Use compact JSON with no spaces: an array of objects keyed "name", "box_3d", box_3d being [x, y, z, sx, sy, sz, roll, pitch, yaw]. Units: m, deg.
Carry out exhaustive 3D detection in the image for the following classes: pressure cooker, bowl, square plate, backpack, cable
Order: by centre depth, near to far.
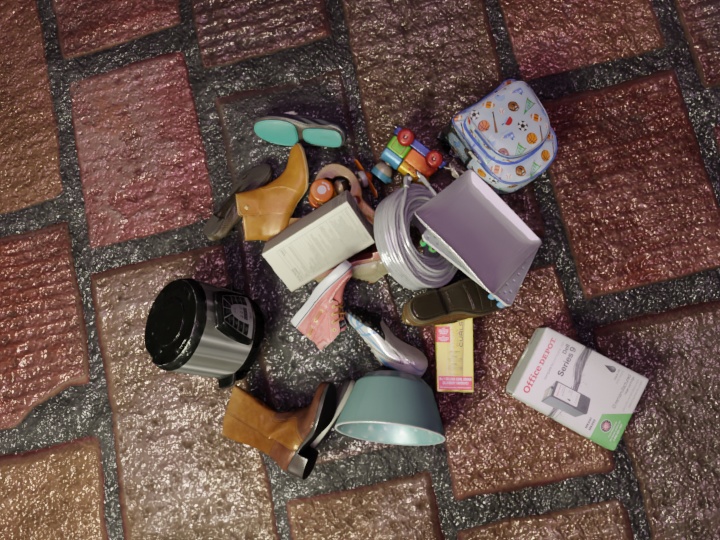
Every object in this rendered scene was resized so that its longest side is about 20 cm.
[{"name":"square plate","box_3d":[0.215,-0.073,0.987,0.200,0.028,0.198,47,53,6]},{"name":"bowl","box_3d":[0.058,0.250,0.995,0.200,0.201,0.105,3,64,6]},{"name":"cable","box_3d":[0.108,-0.062,1.023,0.200,0.069,0.200,45,53,-24]},{"name":"pressure cooker","box_3d":[-0.283,0.115,1.036,0.178,0.200,0.176,29,93,42]},{"name":"backpack","box_3d":[0.283,-0.253,1.049,0.200,0.154,0.191,-34,91,-2]}]

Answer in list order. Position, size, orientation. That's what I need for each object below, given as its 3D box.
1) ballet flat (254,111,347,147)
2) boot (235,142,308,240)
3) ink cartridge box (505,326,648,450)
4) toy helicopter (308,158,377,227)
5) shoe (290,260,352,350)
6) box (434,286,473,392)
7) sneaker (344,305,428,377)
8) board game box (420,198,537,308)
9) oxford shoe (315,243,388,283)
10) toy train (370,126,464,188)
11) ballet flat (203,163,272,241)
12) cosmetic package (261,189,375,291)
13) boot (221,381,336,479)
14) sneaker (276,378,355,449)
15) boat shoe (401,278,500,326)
[{"name":"ballet flat","box_3d":[-0.121,-0.298,1.137,0.199,0.073,0.073,9,84,10]},{"name":"boot","box_3d":[-0.180,-0.161,1.100,0.143,0.071,0.202,-2,89,-18]},{"name":"ink cartridge box","box_3d":[0.394,0.214,1.003,0.200,0.084,0.146,27,86,9]},{"name":"toy helicopter","box_3d":[-0.003,-0.143,1.109,0.200,0.079,0.132,41,79,-1]},{"name":"shoe","box_3d":[-0.052,0.071,1.043,0.091,0.071,0.200,44,126,5]},{"name":"box","box_3d":[0.181,0.133,1.053,0.075,0.050,0.201,1,83,5]},{"name":"sneaker","box_3d":[0.041,0.144,1.061,0.200,0.072,0.073,40,115,16]},{"name":"board game box","box_3d":[0.229,-0.054,1.016,0.200,0.026,0.200,38,53,0]},{"name":"oxford shoe","box_3d":[0.000,0.000,1.082,0.199,0.071,0.075,-16,114,18]},{"name":"toy train","box_3d":[0.127,-0.189,1.094,0.200,0.085,0.116,38,104,1]},{"name":"ballet flat","box_3d":[-0.252,-0.141,1.142,0.067,0.046,0.200,30,80,40]},{"name":"cosmetic package","box_3d":[-0.081,-0.057,1.057,0.200,0.071,0.105,-29,114,13]},{"name":"boot","box_3d":[-0.154,0.264,1.018,0.199,0.068,0.189,22,102,23]},{"name":"sneaker","box_3d":[-0.100,0.275,1.052,0.106,0.075,0.200,37,89,10]},{"name":"boat shoe","box_3d":[0.171,0.061,1.006,0.199,0.068,0.072,-5,71,-16]}]
